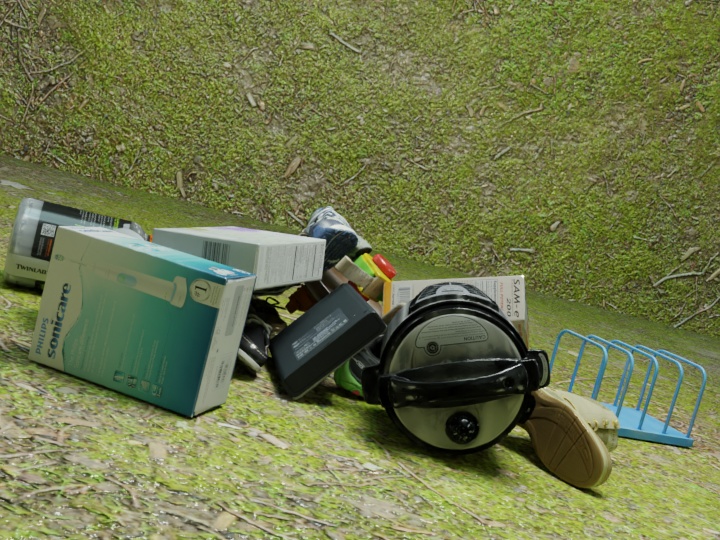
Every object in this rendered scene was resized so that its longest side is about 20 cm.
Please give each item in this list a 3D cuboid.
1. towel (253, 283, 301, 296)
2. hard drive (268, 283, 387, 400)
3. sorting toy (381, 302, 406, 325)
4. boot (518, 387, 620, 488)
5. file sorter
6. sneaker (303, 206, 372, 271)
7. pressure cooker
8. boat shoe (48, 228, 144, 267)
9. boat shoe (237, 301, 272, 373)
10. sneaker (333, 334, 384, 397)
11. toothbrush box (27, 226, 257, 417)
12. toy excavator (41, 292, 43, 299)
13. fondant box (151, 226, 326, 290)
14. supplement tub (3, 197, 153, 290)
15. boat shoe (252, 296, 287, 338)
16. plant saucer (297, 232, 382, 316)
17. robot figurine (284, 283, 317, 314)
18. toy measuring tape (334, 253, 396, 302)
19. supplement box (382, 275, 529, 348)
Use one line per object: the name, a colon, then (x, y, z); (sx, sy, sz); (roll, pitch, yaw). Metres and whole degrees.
towel: (-0.185, 0.021, 1.359); (0.192, 0.035, 0.200); (2, 2, 3)
hard drive: (-0.048, 0.082, 1.217); (0.033, 0.139, 0.200); (53, -2, -14)
sorting toy: (0.090, 0.109, 1.351); (0.185, 0.037, 0.200); (16, -29, -25)
boot: (0.268, 0.201, 1.171); (0.155, 0.073, 0.200); (22, 11, -34)
file sorter: (0.397, 0.175, 1.460); (0.199, 0.123, 0.139); (13, 7, -23)
sneaker: (-0.049, -0.049, 1.378); (0.085, 0.077, 0.200); (51, 3, 12)
pressure cooker: (0.108, 0.114, 1.095); (0.179, 0.176, 0.200); (40, 7, -2)
boat shoe: (-0.305, -0.002, 1.133); (0.067, 0.074, 0.200); (-34, 17, -31)
boat shoe: (-0.144, 0.077, 1.242); (0.074, 0.060, 0.200); (48, -4, -13)
sneaker: (0.055, 0.125, 1.268); (0.200, 0.084, 0.077); (8, 10, -46)
toothbrush box: (-0.227, 0.048, 1.009); (0.199, 0.147, 0.085); (15, 6, 15)
toy excavator: (-0.267, 0.056, 1.144); (0.199, 0.100, 0.194); (3, 9, -23)
fondant box: (-0.148, -0.019, 1.207); (0.144, 0.059, 0.200); (9, 5, 20)
supplement tub: (-0.385, -0.022, 1.354); (0.199, 0.123, 0.123); (13, 7, -16)
boat shoe: (-0.171, 0.056, 1.438); (0.073, 0.063, 0.200); (10, 9, -44)
plant saucer: (-0.032, 0.029, 1.423); (0.200, 0.032, 0.200); (46, 13, -14)
robot figurine: (-0.040, 0.069, 1.488); (0.145, 0.058, 0.200); (54, 13, 12)
toy measuring tape: (0.000, 0.000, 1.378); (0.073, 0.074, 0.200); (18, -7, 28)
supplement box: (0.139, 0.068, 1.388); (0.199, 0.074, 0.126); (-2, -27, 11)
